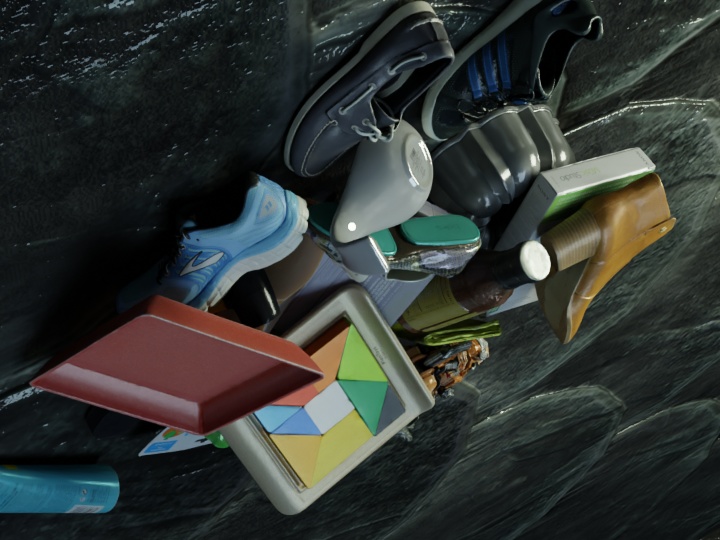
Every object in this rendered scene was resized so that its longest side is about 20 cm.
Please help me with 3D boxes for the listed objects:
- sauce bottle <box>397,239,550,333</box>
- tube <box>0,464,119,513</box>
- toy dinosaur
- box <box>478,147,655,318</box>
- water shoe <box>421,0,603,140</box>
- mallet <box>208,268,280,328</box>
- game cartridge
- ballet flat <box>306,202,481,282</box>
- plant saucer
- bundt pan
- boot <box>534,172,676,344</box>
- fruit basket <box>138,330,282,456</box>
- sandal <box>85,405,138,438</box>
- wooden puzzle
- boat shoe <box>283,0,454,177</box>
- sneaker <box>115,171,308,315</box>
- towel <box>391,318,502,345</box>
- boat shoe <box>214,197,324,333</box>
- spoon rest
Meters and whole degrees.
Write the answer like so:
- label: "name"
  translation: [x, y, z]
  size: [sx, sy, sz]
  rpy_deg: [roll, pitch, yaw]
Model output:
- label: "sauce bottle"
  translation: [0.111, 0.014, 1.659]
  size: [0.066, 0.066, 0.199]
  rpy_deg: [-11, 174, -40]
- label: "tube"
  translation: [-0.336, 0.223, 1.688]
  size: [0.199, 0.050, 0.078]
  rpy_deg: [8, 127, -49]
- label: "toy dinosaur"
  translation: [0.047, 0.112, 1.785]
  size: [0.199, 0.103, 0.136]
  rpy_deg: [6, 151, -32]
- label: "box"
  translation: [0.206, -0.038, 1.727]
  size: [0.144, 0.036, 0.200]
  rpy_deg: [-16, 150, -35]
- label: "water shoe"
  translation: [0.135, -0.180, 1.520]
  size: [0.200, 0.079, 0.071]
  rpy_deg: [-47, 152, 24]
- label: "mallet"
  translation: [-0.177, 0.037, 1.543]
  size: [0.199, 0.066, 0.041]
  rpy_deg: [-14, -168, 5]
- label: "game cartridge"
  translation: [0.000, 0.000, 1.653]
  size: [0.129, 0.039, 0.200]
  rpy_deg: [23, 123, -29]
- label: "ballet flat"
  translation: [0.022, -0.018, 1.552]
  size: [0.199, 0.072, 0.072]
  rpy_deg: [3, 137, -34]
- label: "plant saucer"
  translation: [-0.167, 0.085, 1.509]
  size: [0.199, 0.037, 0.199]
  rpy_deg: [22, 146, -34]
- label: "bundt pan"
  translation: [0.140, -0.076, 1.711]
  size: [0.201, 0.076, 0.202]
  rpy_deg: [-28, 155, -15]
- label: "boot"
  translation: [0.255, -0.010, 1.708]
  size: [0.143, 0.071, 0.202]
  rpy_deg: [-26, 148, -11]
- label: "fruit basket"
  translation: [-0.113, 0.143, 1.763]
  size: [0.185, 0.094, 0.200]
  rpy_deg: [-3, 144, -48]
- label: "sandal"
  translation: [-0.203, 0.105, 1.643]
  size: [0.076, 0.043, 0.200]
  rpy_deg: [-8, 144, -44]
- label: "wooden puzzle"
  translation: [-0.038, 0.136, 1.671]
  size: [0.199, 0.037, 0.185]
  rpy_deg: [-36, 124, -6]
- label: "boat shoe"
  translation: [0.007, -0.143, 1.446]
  size: [0.200, 0.063, 0.072]
  rpy_deg: [-47, 154, 27]
- label: "sneaker"
  translation: [-0.146, -0.024, 1.481]
  size: [0.200, 0.079, 0.090]
  rpy_deg: [-36, 129, 14]
- label: "towel"
  translation: [0.085, 0.062, 1.814]
  size: [0.085, 0.018, 0.200]
  rpy_deg: [-8, -177, -13]
- label: "boat shoe"
  translation: [-0.094, 0.010, 1.592]
  size: [0.200, 0.070, 0.070]
  rpy_deg: [-54, -172, 16]
- label: "spoon rest"
  translation: [0.017, -0.066, 1.490]
  size: [0.060, 0.200, 0.100]
  rpy_deg: [-15, 120, 27]
